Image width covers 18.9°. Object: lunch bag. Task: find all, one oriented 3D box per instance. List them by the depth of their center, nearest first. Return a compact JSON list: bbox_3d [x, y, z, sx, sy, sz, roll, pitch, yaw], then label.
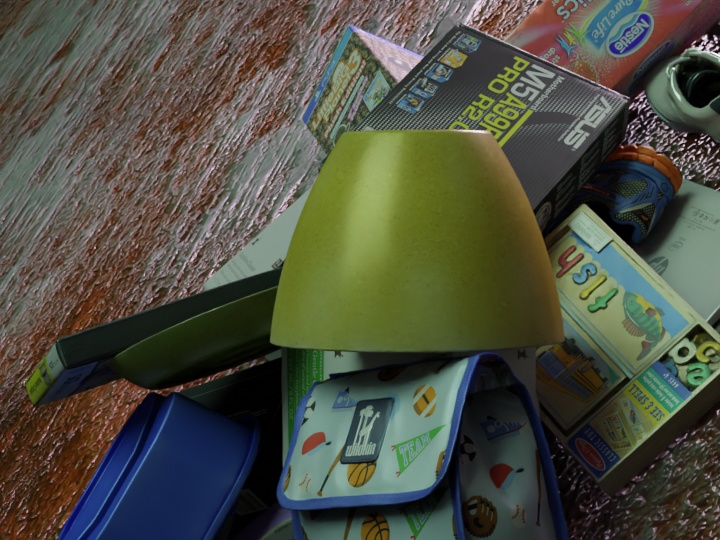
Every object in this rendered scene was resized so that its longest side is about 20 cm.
[{"bbox_3d":[0.039,0.159,1.410,0.123,0.201,0.170,-6,-4,-45],"label":"lunch bag"}]

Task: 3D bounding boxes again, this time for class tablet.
[{"bbox_3d":[0.240,-0.011,1.639,0.130,0.014,0.200,-46,24,-7],"label":"tablet"}]

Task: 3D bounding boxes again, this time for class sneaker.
[{"bbox_3d":[0.159,-0.037,1.703,0.200,0.075,0.079,-25,30,43],"label":"sneaker"},{"bbox_3d":[0.277,-0.151,1.742,0.073,0.071,0.200,-43,24,-3],"label":"sneaker"}]

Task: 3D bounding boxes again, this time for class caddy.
[{"bbox_3d":[-0.149,0.187,1.651,0.201,0.105,0.141,-60,16,-13],"label":"caddy"}]

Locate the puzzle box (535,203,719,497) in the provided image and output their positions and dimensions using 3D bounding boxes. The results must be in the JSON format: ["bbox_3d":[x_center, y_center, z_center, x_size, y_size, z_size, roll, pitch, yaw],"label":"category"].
[{"bbox_3d":[0.168,0.053,1.538,0.133,0.025,0.200,-43,46,1],"label":"puzzle box"}]

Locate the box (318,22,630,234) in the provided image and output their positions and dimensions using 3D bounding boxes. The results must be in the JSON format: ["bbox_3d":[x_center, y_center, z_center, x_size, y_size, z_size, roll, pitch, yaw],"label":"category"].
[{"bbox_3d":[0.087,-0.091,1.638,0.160,0.044,0.200,27,53,23],"label":"box"}]

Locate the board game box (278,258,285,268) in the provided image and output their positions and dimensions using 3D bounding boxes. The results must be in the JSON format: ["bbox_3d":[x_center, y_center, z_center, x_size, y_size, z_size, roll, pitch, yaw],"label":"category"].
[{"bbox_3d":[0.000,0.000,1.709,0.200,0.028,0.136,-54,46,29],"label":"board game box"}]

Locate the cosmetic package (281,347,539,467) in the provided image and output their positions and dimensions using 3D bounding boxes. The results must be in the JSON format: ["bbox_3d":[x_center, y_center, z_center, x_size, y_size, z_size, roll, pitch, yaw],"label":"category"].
[{"bbox_3d":[0.033,0.099,1.565,0.200,0.085,0.108,-2,89,53],"label":"cosmetic package"}]

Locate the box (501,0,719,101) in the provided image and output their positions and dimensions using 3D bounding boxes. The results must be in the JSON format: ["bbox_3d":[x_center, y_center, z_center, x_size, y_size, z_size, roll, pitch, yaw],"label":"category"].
[{"bbox_3d":[0.215,-0.204,1.852,0.200,0.103,0.095,-43,-13,-3],"label":"box"}]

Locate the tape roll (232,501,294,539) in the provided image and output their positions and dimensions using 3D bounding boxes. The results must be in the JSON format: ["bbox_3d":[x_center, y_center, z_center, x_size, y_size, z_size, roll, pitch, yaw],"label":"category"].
[{"bbox_3d":[-0.042,0.247,1.573,0.200,0.066,0.200,-34,26,19],"label":"tape roll"}]

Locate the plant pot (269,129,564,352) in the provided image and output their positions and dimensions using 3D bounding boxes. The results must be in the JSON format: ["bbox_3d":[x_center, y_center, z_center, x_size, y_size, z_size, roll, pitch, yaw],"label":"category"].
[{"bbox_3d":[0.037,-0.023,1.453,0.199,0.143,0.200,-1,2,0],"label":"plant pot"}]

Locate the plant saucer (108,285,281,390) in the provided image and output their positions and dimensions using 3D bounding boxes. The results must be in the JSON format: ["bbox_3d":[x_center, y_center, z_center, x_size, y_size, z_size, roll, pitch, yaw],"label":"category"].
[{"bbox_3d":[-0.094,0.051,1.647,0.199,0.031,0.200,-21,-7,-3],"label":"plant saucer"}]

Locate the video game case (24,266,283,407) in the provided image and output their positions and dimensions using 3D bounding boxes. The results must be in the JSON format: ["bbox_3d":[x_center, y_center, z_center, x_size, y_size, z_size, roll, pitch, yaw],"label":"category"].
[{"bbox_3d":[-0.157,0.053,1.705,0.199,0.026,0.181,-18,-7,-19],"label":"video game case"}]

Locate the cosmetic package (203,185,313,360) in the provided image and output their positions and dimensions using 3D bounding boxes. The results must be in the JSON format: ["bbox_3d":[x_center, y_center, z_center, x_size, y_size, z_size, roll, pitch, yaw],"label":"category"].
[{"bbox_3d":[-0.036,-0.014,1.977,0.200,0.081,0.113,-44,23,-3],"label":"cosmetic package"}]

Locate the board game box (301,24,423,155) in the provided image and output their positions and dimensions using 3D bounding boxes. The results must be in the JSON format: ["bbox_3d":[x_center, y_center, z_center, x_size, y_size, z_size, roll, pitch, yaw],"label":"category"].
[{"bbox_3d":[0.060,-0.110,1.848,0.097,0.159,0.200,-62,25,15],"label":"board game box"}]

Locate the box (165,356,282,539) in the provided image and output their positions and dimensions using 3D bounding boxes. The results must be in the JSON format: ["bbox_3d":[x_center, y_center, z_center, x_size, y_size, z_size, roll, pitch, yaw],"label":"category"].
[{"bbox_3d":[-0.117,0.163,1.809,0.199,0.079,0.142,-20,37,40],"label":"box"}]
